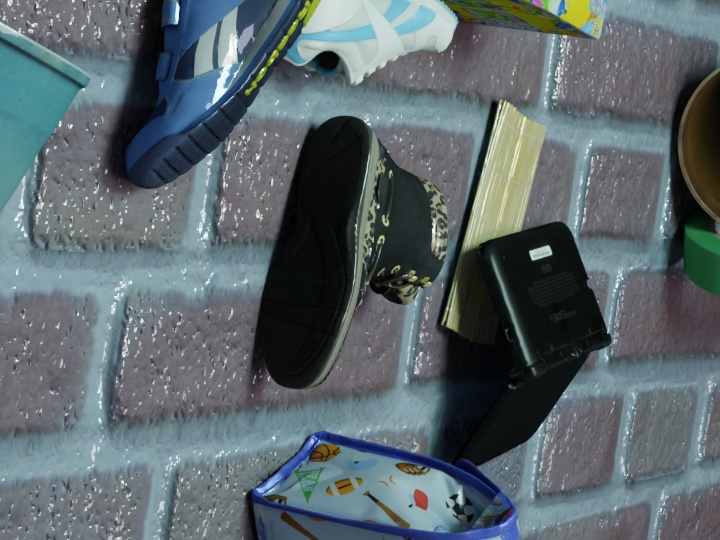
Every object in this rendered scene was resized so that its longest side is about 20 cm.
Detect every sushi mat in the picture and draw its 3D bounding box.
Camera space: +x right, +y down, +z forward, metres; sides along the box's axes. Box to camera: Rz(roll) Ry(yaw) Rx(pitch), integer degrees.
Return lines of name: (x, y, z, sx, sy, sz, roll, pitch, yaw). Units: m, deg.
sushi mat: (0.113, -0.039, 1.978, 0.096, 0.012, 0.202, 26, 77, -62)

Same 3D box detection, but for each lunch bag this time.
lunch bag: (0.035, 0.227, 1.738, 0.124, 0.199, 0.171, -43, 134, -46)

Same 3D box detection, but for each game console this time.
game console: (0.127, 0.064, 2.011, 0.200, 0.116, 0.177, -16, 85, -65)

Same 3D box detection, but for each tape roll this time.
tape roll: (0.424, -0.024, 2.345, 0.200, 0.199, 0.049, -35, 129, -51)

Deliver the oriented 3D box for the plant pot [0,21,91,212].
plant pot: (-0.262, -0.060, 1.142, 0.189, 0.199, 0.200, -62, 150, 0)

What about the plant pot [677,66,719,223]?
plant pot: (0.428, -0.145, 2.365, 0.200, 0.185, 0.189, -42, 136, -68)

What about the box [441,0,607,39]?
box: (0.114, -0.298, 1.783, 0.192, 0.121, 0.202, 15, 85, -61)

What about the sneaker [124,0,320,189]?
sneaker: (-0.099, -0.144, 1.517, 0.201, 0.082, 0.074, -55, 174, -8)

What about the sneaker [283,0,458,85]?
sneaker: (-0.003, -0.176, 1.676, 0.199, 0.076, 0.081, 7, 102, -55)

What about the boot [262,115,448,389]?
boot: (0.000, 0.000, 1.736, 0.150, 0.073, 0.202, 26, 71, -60)
